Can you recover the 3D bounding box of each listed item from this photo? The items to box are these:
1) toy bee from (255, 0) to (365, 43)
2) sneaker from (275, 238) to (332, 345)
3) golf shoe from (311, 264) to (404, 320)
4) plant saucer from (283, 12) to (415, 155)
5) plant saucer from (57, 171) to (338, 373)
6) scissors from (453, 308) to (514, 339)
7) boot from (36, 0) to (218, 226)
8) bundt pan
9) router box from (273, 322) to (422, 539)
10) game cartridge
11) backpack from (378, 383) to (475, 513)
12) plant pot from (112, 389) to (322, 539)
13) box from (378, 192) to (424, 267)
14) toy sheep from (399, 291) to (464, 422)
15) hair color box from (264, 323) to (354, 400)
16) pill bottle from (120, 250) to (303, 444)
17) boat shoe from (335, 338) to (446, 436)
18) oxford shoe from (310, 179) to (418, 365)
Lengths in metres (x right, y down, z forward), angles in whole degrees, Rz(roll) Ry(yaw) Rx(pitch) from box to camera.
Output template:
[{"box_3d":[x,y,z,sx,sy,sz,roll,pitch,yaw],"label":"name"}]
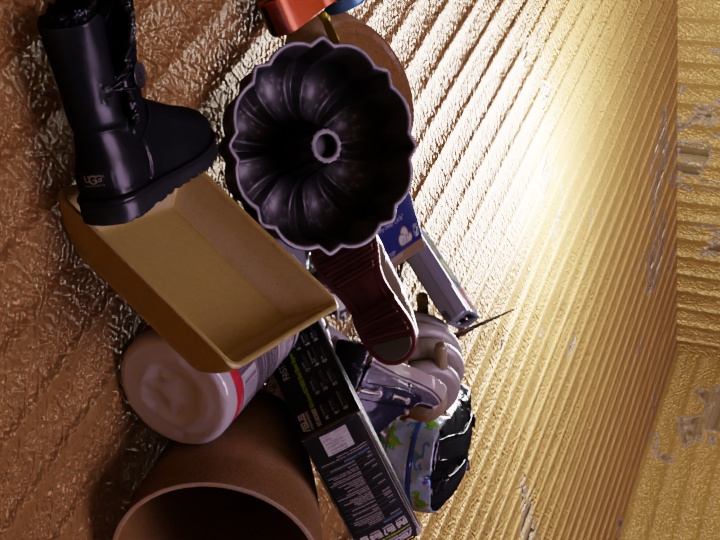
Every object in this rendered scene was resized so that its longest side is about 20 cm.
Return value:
[{"box_3d":[-0.034,-0.285,1.378,0.198,0.108,0.133,-15,103,-34],"label":"toy bee"},{"box_3d":[-0.060,0.020,1.422,0.116,0.074,0.202,-63,142,-49],"label":"sneaker"},{"box_3d":[-0.020,0.015,1.554,0.200,0.077,0.089,28,79,-58],"label":"golf shoe"},{"box_3d":[-0.001,-0.184,1.446,0.199,0.035,0.203,23,58,-44],"label":"plant saucer"},{"box_3d":[-0.137,0.000,1.147,0.049,0.200,0.200,-51,170,26],"label":"plant saucer"},{"box_3d":[0.126,0.082,1.796,0.073,0.199,0.014,9,61,-57],"label":"scissors"},{"box_3d":[-0.177,-0.147,1.085,0.200,0.075,0.170,-55,142,-61],"label":"boot"},{"box_3d":[-0.049,-0.115,1.324,0.200,0.076,0.205,1,89,-30],"label":"bundt pan"},{"box_3d":[-0.021,0.151,1.300,0.151,0.062,0.200,63,-2,-28],"label":"router box"},{"box_3d":[0.098,0.009,1.762,0.041,0.134,0.200,-36,171,5],"label":"game cartridge"},{"box_3d":[0.076,0.238,1.798,0.200,0.152,0.165,-80,179,-78],"label":"backpack"},{"box_3d":[-0.114,0.205,1.271,0.201,0.184,0.188,-80,167,-59],"label":"plant pot"},{"box_3d":[0.003,-0.098,1.483,0.121,0.032,0.202,-34,110,-51],"label":"box"},{"box_3d":[0.064,0.108,1.708,0.201,0.136,0.139,-101,180,-49],"label":"toy sheep"},{"box_3d":[-0.037,0.127,1.556,0.200,0.060,0.101,38,62,-65],"label":"hair color box"},{"box_3d":[-0.121,0.057,1.254,0.200,0.109,0.112,-51,143,-52],"label":"pill bottle"},{"box_3d":[0.023,0.145,1.535,0.199,0.074,0.094,30,74,-51],"label":"boat shoe"},{"box_3d":[0.000,0.000,1.417,0.075,0.070,0.202,-30,98,-78],"label":"oxford shoe"}]
